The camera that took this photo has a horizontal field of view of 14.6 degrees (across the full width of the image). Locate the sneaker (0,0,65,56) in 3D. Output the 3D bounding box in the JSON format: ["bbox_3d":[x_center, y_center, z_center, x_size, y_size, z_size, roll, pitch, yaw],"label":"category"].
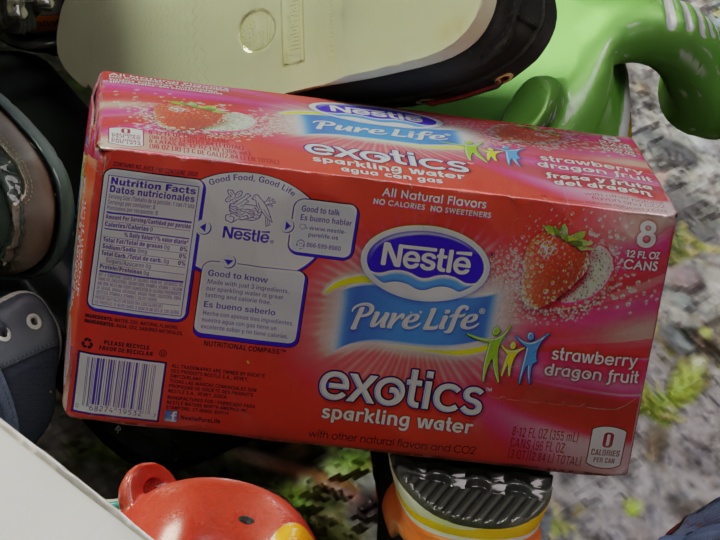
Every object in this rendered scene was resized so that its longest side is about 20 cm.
[{"bbox_3d":[-0.103,-0.108,1.133,0.200,0.074,0.079,20,36,-14],"label":"sneaker"}]

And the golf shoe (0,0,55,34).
[{"bbox_3d":[-0.162,-0.117,1.002,0.088,0.077,0.200,8,24,14],"label":"golf shoe"}]

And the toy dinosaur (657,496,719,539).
[{"bbox_3d":[0.124,0.132,1.072,0.181,0.105,0.200,-4,14,-17],"label":"toy dinosaur"}]

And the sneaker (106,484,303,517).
[{"bbox_3d":[-0.080,0.107,0.935,0.199,0.093,0.070,-18,61,-40],"label":"sneaker"}]

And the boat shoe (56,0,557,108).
[{"bbox_3d":[-0.024,-0.089,1.041,0.063,0.201,0.074,17,73,-56],"label":"boat shoe"}]

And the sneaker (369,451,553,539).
[{"bbox_3d":[0.031,0.084,1.046,0.070,0.090,0.200,8,19,-2],"label":"sneaker"}]

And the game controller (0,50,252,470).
[{"bbox_3d":[-0.107,-0.008,1.079,0.200,0.042,0.104,49,31,18],"label":"game controller"}]

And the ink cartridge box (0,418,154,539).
[{"bbox_3d":[-0.135,0.160,0.773,0.145,0.200,0.147,37,42,7],"label":"ink cartridge box"}]

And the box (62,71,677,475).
[{"bbox_3d":[0.000,0.000,0.979,0.199,0.100,0.096,6,19,-7],"label":"box"}]

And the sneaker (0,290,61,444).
[{"bbox_3d":[-0.183,0.012,0.934,0.146,0.077,0.203,-38,112,-44],"label":"sneaker"}]

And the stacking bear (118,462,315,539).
[{"bbox_3d":[-0.003,0.136,0.891,0.200,0.114,0.122,37,54,-28],"label":"stacking bear"}]

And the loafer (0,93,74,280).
[{"bbox_3d":[-0.186,-0.047,1.010,0.200,0.072,0.063,31,27,37],"label":"loafer"}]

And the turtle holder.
[{"bbox_3d":[0.051,-0.060,1.111,0.185,0.132,0.141,-41,51,-9],"label":"turtle holder"}]
